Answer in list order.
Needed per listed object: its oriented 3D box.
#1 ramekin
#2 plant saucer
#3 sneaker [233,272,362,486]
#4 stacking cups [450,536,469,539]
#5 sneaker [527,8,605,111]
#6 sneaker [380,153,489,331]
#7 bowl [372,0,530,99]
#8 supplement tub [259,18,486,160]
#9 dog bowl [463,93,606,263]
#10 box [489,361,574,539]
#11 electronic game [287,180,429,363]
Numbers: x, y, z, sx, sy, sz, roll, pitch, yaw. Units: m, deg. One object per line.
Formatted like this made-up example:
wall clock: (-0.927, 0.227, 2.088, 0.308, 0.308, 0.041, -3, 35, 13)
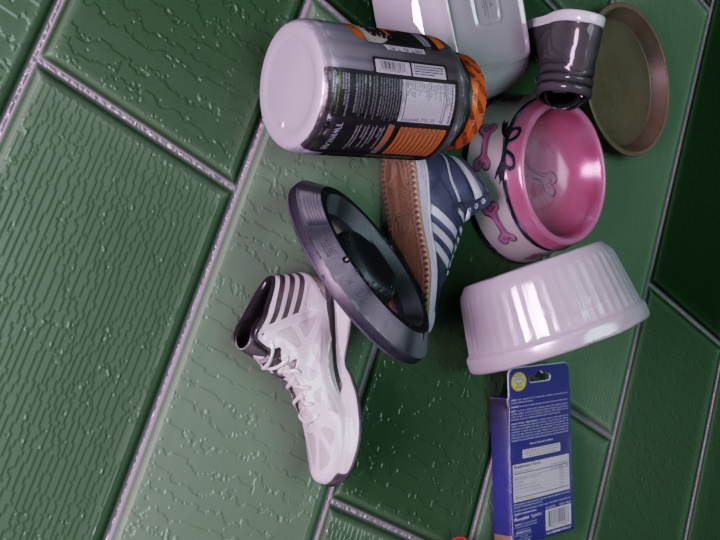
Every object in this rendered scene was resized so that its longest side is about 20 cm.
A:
ramekin: (0.199, 0.037, 1.169, 0.202, 0.202, 0.095, -17, 87, -42)
plant saucer: (0.342, -0.248, 1.424, 0.199, 0.029, 0.202, 3, 86, -44)
sneaker: (-0.066, 0.100, 1.004, 0.115, 0.075, 0.202, 3, 78, -35)
stacking cups: (0.159, 0.366, 1.203, 0.200, 0.060, 0.061, 55, 55, -25)
sneaker: (0.218, -0.230, 1.226, 0.070, 0.200, 0.100, 11, 94, -5)
sneaker: (0.082, -0.031, 1.140, 0.108, 0.070, 0.202, 0, 85, -41)
bowl: (0.109, -0.282, 1.176, 0.199, 0.074, 0.202, -18, 99, -43)
supplement tub: (0.015, -0.168, 1.032, 0.199, 0.122, 0.124, -1, 89, -36)
dog bowl: (0.211, -0.110, 1.262, 0.199, 0.073, 0.202, 3, 85, -43)
box: (0.201, 0.209, 1.265, 0.121, 0.032, 0.202, 0, 90, -44)
electronic game: (0.000, 0.000, 1.011, 0.200, 0.042, 0.200, 50, 16, -20)
